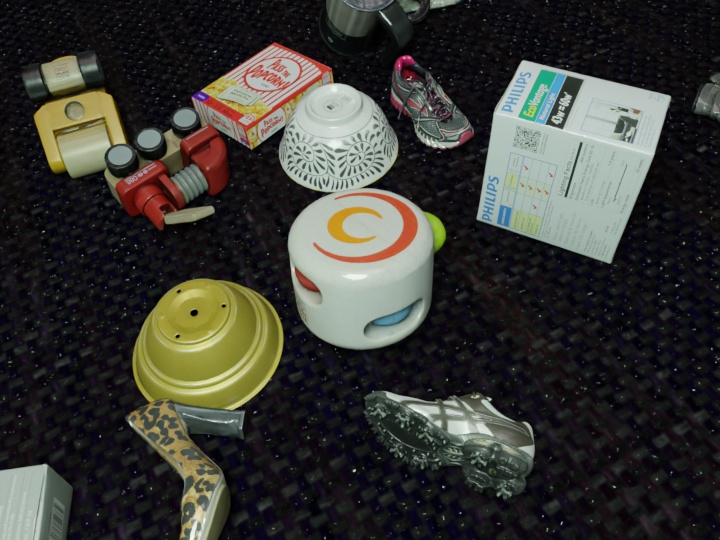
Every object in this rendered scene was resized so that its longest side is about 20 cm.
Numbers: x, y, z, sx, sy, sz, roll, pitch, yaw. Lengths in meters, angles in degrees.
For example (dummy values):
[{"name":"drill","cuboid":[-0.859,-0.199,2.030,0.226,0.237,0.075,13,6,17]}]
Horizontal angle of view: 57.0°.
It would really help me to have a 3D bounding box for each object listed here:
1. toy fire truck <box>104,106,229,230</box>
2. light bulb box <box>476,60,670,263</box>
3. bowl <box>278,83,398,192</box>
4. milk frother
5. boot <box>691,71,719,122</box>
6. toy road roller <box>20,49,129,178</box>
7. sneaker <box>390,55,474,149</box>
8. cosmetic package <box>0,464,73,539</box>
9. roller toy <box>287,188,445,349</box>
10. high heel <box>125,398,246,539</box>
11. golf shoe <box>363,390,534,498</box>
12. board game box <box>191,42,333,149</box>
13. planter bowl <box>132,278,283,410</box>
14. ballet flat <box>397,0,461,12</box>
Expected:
[{"name":"toy fire truck","cuboid":[-0.258,-0.130,0.981,0.175,0.129,0.200,-36,70,-23]},{"name":"light bulb box","cuboid":[0.278,-0.145,0.894,0.197,0.200,0.126,20,54,17]},{"name":"bowl","cuboid":[-0.038,-0.229,1.047,0.196,0.095,0.204,-2,53,2]},{"name":"milk frother","cuboid":[0.039,-0.486,1.157,0.178,0.188,0.203,28,82,-7]},{"name":"boot","cuboid":[0.578,-0.235,1.035,0.130,0.071,0.200,26,47,25]},{"name":"toy road roller","cuboid":[-0.459,-0.253,1.098,0.121,0.146,0.204,-17,90,-10]},{"name":"sneaker","cuboid":[0.109,-0.271,1.082,0.080,0.075,0.201,-29,57,-18]},{"name":"cosmetic package","cuboid":[-0.415,0.278,0.690,0.196,0.091,0.108,-7,55,-6]},{"name":"roller toy","cuboid":[0.000,0.000,0.840,0.196,0.142,0.184,9,42,14]},{"name":"high heel","cuboid":[-0.210,0.228,0.718,0.139,0.072,0.202,4,38,2]},{"name":"golf shoe","cuboid":[0.100,0.177,0.750,0.197,0.079,0.095,22,39,17]},{"name":"board game box","cuboid":[-0.165,-0.304,1.138,0.150,0.047,0.200,31,60,30]},{"name":"planter bowl","cuboid":[-0.200,0.073,0.833,0.196,0.084,0.203,-2,52,2]},{"name":"ballet flat","cuboid":[0.116,-0.546,1.299,0.196,0.072,0.073,-16,53,-9]}]
